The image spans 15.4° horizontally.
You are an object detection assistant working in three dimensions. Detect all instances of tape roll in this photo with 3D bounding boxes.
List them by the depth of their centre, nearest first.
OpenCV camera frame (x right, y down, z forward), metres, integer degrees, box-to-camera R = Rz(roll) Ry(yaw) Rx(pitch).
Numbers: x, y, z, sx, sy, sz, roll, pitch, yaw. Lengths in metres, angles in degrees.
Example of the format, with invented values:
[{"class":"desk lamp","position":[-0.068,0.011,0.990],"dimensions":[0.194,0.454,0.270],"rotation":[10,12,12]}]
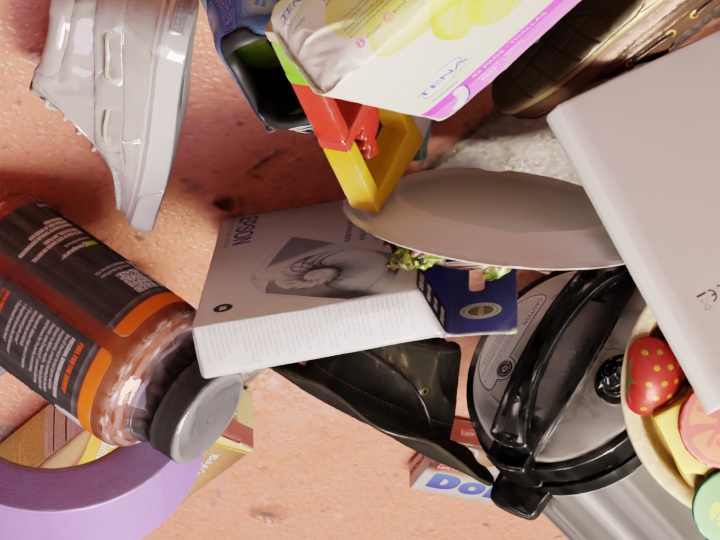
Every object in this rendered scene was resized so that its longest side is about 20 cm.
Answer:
[{"class":"tape roll","position":[-0.203,0.094,1.787],"dimensions":[0.198,0.201,0.066],"rotation":[-2,142,-4]}]

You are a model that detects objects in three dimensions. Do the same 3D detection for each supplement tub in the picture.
[{"class":"supplement tub","position":[-0.172,0.042,1.720],"dimensions":[0.199,0.107,0.107],"rotation":[34,149,21]}]

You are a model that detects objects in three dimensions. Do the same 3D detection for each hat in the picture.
[{"class":"hat","position":[0.023,0.071,1.867],"dimensions":[0.200,0.200,0.081],"rotation":[28,89,-35]}]

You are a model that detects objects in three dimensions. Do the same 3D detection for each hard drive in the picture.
[{"class":"hard drive","position":[0.213,-0.032,1.589],"dimensions":[0.131,0.201,0.026],"rotation":[-25,172,-23]}]

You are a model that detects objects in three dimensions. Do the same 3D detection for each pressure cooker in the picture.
[{"class":"pressure cooker","position":[0.172,0.091,1.841],"dimensions":[0.178,0.177,0.200],"rotation":[-24,140,20]}]

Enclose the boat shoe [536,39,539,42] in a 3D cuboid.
[{"class":"boat shoe","position":[0.065,-0.206,1.545],"dimensions":[0.067,0.072,0.200],"rotation":[-35,135,-2]}]

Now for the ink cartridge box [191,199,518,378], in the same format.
[{"class":"ink cartridge box","position":[0.000,0.000,1.700],"dimensions":[0.198,0.200,0.041],"rotation":[-9,110,5]}]

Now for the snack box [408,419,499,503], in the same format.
[{"class":"snack box","position":[0.141,0.158,2.050],"dimensions":[0.199,0.024,0.072],"rotation":[12,141,-21]}]

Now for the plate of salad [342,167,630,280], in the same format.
[{"class":"plate of salad","position":[0.087,-0.022,1.645],"dimensions":[0.198,0.200,0.048],"rotation":[3,108,-9]}]

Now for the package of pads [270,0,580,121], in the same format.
[{"class":"package of pads","position":[0.062,-0.168,1.438],"dimensions":[0.200,0.068,0.154],"rotation":[-42,159,20]}]

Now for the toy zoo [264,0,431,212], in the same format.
[{"class":"toy zoo","position":[0.008,-0.127,1.582],"dimensions":[0.020,0.132,0.200],"rotation":[11,149,27]}]

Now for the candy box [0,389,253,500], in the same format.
[{"class":"candy box","position":[-0.183,0.137,1.966],"dimensions":[0.115,0.056,0.200],"rotation":[25,133,-33]}]

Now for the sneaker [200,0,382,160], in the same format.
[{"class":"sneaker","position":[-0.033,-0.109,1.630],"dimensions":[0.078,0.090,0.200],"rotation":[-24,138,26]}]

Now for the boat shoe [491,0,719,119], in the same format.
[{"class":"boat shoe","position":[0.162,-0.149,1.613],"dimensions":[0.067,0.072,0.200],"rotation":[28,130,-32]}]

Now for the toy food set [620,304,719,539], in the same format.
[{"class":"toy food set","position":[0.268,0.075,1.717],"dimensions":[0.199,0.049,0.199],"rotation":[-29,102,4]}]

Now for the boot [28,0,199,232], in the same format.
[{"class":"boot","position":[-0.157,-0.106,1.653],"dimensions":[0.095,0.074,0.201],"rotation":[12,139,-1]}]
